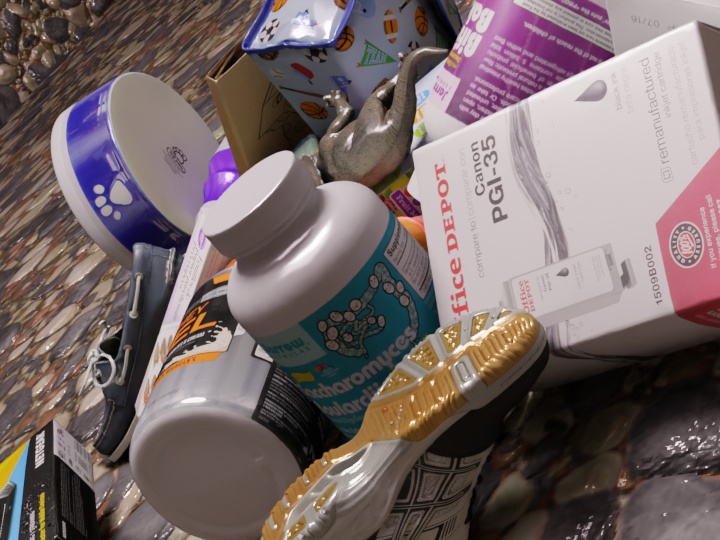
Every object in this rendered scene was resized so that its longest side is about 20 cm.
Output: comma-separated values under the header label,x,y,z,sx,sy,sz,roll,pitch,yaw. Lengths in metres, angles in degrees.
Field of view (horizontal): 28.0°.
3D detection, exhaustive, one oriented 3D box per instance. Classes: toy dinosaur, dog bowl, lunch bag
label,x,y,z,sx,sy,sz,roll,pitch,yaw
toy dinosaur,0.010,-0.098,1.085,0.200,0.077,0.103,-23,44,42
dog bowl,-0.213,-0.096,1.460,0.079,0.200,0.200,-29,24,24
lunch bag,0.012,-0.227,1.289,0.123,0.170,0.201,3,59,34

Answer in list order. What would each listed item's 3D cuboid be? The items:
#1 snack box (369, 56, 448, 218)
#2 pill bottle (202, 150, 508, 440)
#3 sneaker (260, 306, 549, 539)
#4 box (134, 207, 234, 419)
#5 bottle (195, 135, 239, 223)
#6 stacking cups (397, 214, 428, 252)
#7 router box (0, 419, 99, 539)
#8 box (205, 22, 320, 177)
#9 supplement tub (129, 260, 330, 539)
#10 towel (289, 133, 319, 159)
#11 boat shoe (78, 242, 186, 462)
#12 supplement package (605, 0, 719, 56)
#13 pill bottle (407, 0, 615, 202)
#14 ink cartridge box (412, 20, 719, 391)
label,x,y,z,sx,sy,sz,roll,pitch,yaw
snack box,0.078,-0.111,1.162,0.200,0.068,0.169,-38,21,9
pill bottle,-0.003,0.025,0.854,0.111,0.200,0.111,-36,22,17
sneaker,0.038,0.106,0.776,0.200,0.088,0.076,-46,19,14
box,-0.128,0.044,1.116,0.039,0.041,0.200,62,139,47
bottle,-0.110,-0.102,1.466,0.083,0.065,0.200,-3,38,22
stacking cups,0.000,0.000,1.000,0.060,0.061,0.200,-27,-7,34
router box,-0.262,0.209,1.057,0.149,0.051,0.200,-41,21,2
box,-0.067,-0.160,1.362,0.021,0.200,0.164,24,60,27
supplement tub,-0.075,0.077,0.990,0.122,0.123,0.200,-31,23,27
towel,-0.085,-0.050,1.256,0.147,0.022,0.200,-40,15,7
boat shoe,-0.191,0.068,1.194,0.075,0.062,0.200,-97,28,-59
supplement package,0.250,-0.182,0.877,0.117,0.117,0.200,19,59,33
pill bottle,0.111,-0.128,1.010,0.201,0.112,0.112,-64,18,12
ink cartridge box,0.133,-0.025,0.785,0.200,0.083,0.147,-22,70,41
